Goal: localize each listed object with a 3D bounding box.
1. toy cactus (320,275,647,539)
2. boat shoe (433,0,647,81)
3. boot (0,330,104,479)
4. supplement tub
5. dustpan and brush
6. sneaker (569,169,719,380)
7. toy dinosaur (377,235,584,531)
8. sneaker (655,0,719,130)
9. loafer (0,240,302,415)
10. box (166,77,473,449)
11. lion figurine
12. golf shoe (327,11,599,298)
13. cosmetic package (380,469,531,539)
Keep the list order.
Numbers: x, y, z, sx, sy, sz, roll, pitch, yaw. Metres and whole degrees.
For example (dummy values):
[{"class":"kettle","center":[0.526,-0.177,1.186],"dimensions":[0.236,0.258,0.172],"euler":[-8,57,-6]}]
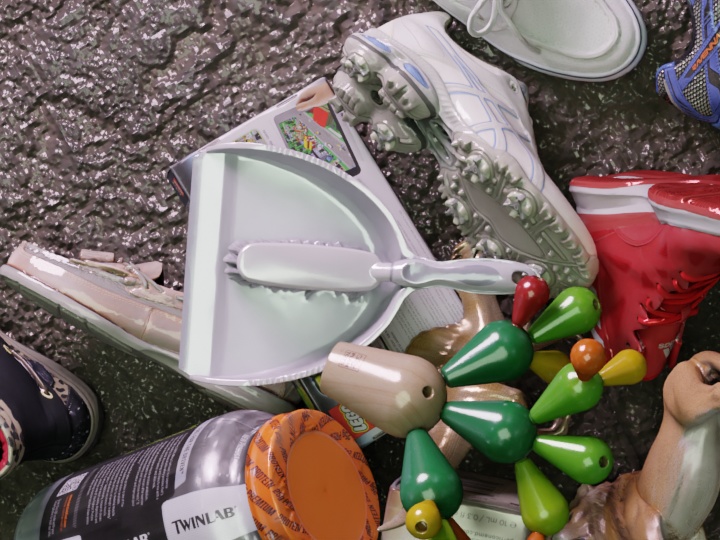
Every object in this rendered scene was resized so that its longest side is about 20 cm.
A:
[{"class":"toy cactus","center":[0.056,0.081,1.183],"dimensions":[0.165,0.102,0.200],"euler":[20,74,16]},{"class":"boat shoe","center":[0.073,-0.175,1.259],"dimensions":[0.202,0.086,0.075],"euler":[35,99,7]},{"class":"boot","center":[-0.263,0.062,1.307],"dimensions":[0.203,0.154,0.074],"euler":[27,99,7]},{"class":"supplement tub","center":[-0.094,0.154,1.269],"dimensions":[0.200,0.123,0.123],"euler":[-23,90,34]},{"class":"dustpan and brush","center":[0.000,0.000,1.244],"dimensions":[0.200,0.057,0.140],"euler":[4,85,-3]},{"class":"sneaker","center":[0.185,0.007,1.212],"dimensions":[0.078,0.200,0.116],"euler":[-8,99,-18]},{"class":"toy dinosaur","center":[0.069,0.075,1.260],"dimensions":[0.101,0.058,0.200],"euler":[14,66,1]},{"class":"sneaker","center":[0.214,-0.176,1.241],"dimensions":[0.078,0.075,0.200],"euler":[12,95,13]},{"class":"loafer","center":[-0.119,0.027,1.328],"dimensions":[0.200,0.072,0.063],"euler":[28,81,1]},{"class":"box","center":[-0.017,-0.001,1.297],"dimensions":[0.110,0.035,0.200],"euler":[-30,88,-11]},{"class":"lion figurine","center":[0.181,0.110,1.229],"dimensions":[0.072,0.123,0.200],"euler":[15,117,-24]},{"class":"golf shoe","center":[0.079,-0.075,1.260],"dimensions":[0.097,0.078,0.200],"euler":[-35,78,-33]},{"class":"cosmetic package","center":[0.050,0.223,1.287],"dimensions":[0.087,0.103,0.200],"euler":[10,94,11]}]
